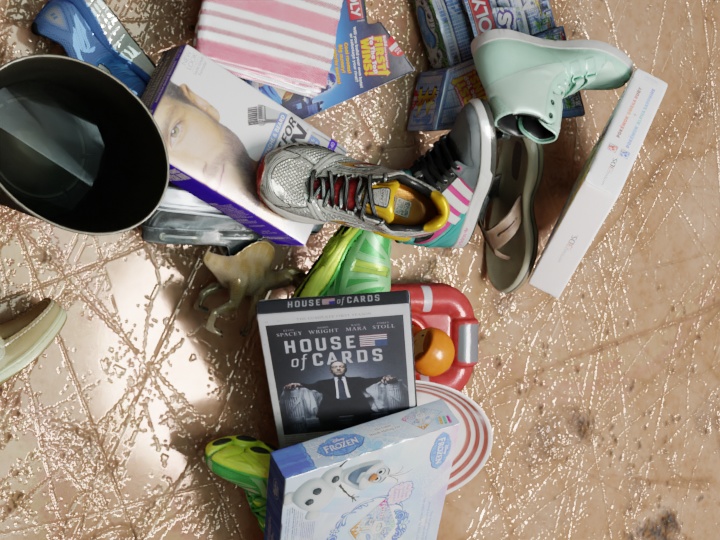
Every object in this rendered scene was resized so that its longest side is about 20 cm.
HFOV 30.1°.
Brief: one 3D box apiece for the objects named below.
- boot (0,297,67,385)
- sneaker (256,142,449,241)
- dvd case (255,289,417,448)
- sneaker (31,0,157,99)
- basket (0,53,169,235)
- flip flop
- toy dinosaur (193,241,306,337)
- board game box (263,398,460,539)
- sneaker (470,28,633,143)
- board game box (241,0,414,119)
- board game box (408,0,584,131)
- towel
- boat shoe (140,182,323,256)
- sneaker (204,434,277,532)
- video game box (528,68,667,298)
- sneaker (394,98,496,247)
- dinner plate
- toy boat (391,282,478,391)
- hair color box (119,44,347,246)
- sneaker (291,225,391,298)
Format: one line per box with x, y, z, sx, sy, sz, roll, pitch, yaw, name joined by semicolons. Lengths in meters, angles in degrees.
-0.388;0.045;1.244;0.199;0.072;0.156;-36;107;-20;boot
-0.003;-0.077;1.275;0.198;0.082;0.079;9;88;-23;sneaker
-0.019;0.102;1.339;0.149;0.025;0.201;-5;134;1;dvd case
-0.244;-0.184;1.308;0.089;0.079;0.200;-40;108;-4;sneaker
-0.286;-0.111;1.210;0.180;0.199;0.137;33;78;-26;basket
0.161;-0.069;1.493;0.057;0.081;0.202;-13;125;-28;flip flop
-0.129;0.011;1.360;0.102;0.058;0.199;-55;149;11;toy dinosaur
-0.003;0.241;1.382;0.197;0.043;0.201;-14;133;-24;board game box
0.212;-0.184;1.429;0.198;0.074;0.119;2;68;-26;sneaker
-0.047;-0.248;1.403;0.198;0.062;0.202;-11;99;-27;board game box
0.134;-0.237;1.491;0.199;0.062;0.202;-24;105;-25;board game box
-0.087;-0.285;1.332;0.145;0.030;0.202;12;86;-27;towel
-0.134;-0.049;1.377;0.198;0.072;0.072;7;105;-22;boat shoe
-0.087;0.237;1.401;0.199;0.074;0.084;34;95;-36;sneaker
0.261;-0.094;1.478;0.047;0.201;0.183;28;56;7;video game box
0.069;-0.098;1.432;0.119;0.084;0.201;-6;138;-17;sneaker
0.043;0.182;1.446;0.198;0.024;0.202;-3;131;-3;dinner plate
0.053;0.082;1.442;0.198;0.130;0.132;-1;94;-28;toy boat
-0.121;-0.117;1.290;0.199;0.065;0.110;30;77;-27;hair color box
0.000;0.000;1.373;0.083;0.074;0.201;37;84;-12;sneaker
